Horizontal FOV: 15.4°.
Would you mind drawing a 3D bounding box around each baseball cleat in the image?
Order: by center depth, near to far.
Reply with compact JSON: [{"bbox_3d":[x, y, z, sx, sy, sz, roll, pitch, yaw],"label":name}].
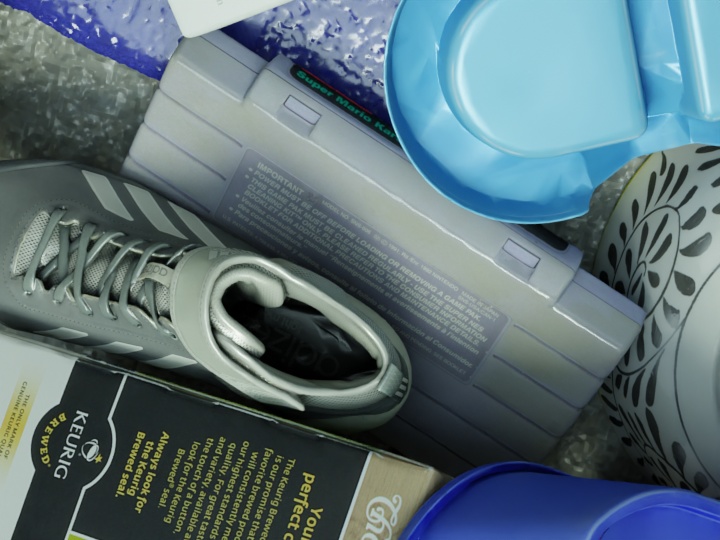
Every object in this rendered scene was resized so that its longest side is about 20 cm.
[{"bbox_3d":[-0.074,0.000,0.971,0.199,0.106,0.070,18,81,7],"label":"baseball cleat"}]

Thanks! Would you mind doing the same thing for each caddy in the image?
[{"bbox_3d":[0.087,0.144,0.925,0.105,0.199,0.142,-4,70,48],"label":"caddy"}]

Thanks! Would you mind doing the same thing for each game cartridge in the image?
[{"bbox_3d":[0.000,0.000,1.016,0.199,0.038,0.130,33,135,1],"label":"game cartridge"}]

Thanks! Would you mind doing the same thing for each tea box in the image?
[{"bbox_3d":[-0.067,0.150,0.988,0.196,0.134,0.201,17,83,25],"label":"tea box"}]

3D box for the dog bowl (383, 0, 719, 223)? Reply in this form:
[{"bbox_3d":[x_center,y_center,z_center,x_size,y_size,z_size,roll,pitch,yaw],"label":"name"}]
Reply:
[{"bbox_3d":[0.104,-0.087,0.960,0.199,0.050,0.112,-13,110,0],"label":"dog bowl"}]

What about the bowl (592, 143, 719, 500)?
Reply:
[{"bbox_3d":[0.179,0.032,0.989,0.199,0.094,0.202,2,103,10],"label":"bowl"}]

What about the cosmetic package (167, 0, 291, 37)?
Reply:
[{"bbox_3d":[0.014,-0.164,0.916,0.199,0.071,0.102,-17,104,25],"label":"cosmetic package"}]

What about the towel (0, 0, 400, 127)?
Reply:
[{"bbox_3d":[-0.044,-0.137,1.017,0.199,0.050,0.148,24,103,2],"label":"towel"}]
